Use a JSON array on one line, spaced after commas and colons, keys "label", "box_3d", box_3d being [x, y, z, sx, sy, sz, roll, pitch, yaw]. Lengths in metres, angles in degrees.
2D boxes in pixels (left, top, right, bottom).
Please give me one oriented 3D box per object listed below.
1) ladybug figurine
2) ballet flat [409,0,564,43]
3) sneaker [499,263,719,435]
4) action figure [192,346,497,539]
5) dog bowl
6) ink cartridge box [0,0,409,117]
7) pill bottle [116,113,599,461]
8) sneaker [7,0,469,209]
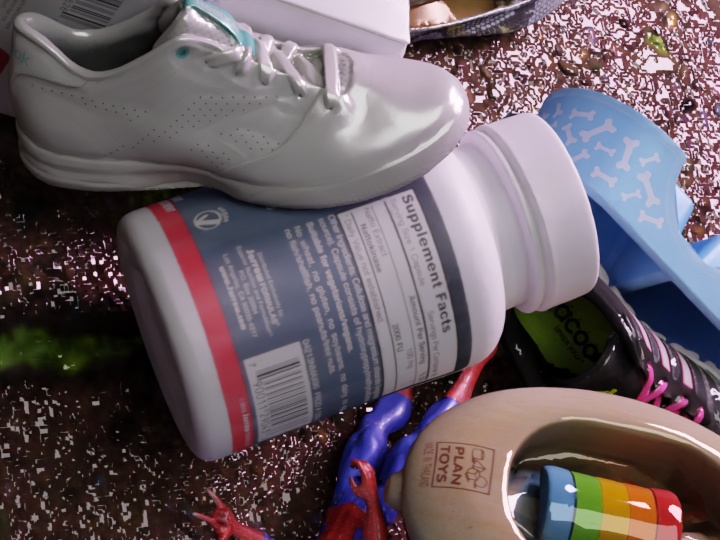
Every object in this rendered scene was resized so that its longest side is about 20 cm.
[{"label": "ladybug figurine", "box_3d": [0.105, 0.124, 0.906, 0.200, 0.072, 0.136, 16, 52, -6]}, {"label": "ballet flat", "box_3d": [0.058, -0.161, 1.062, 0.200, 0.072, 0.072, -20, 83, -34]}, {"label": "sneaker", "box_3d": [0.130, 0.058, 1.004, 0.200, 0.074, 0.087, 47, 20, -4]}, {"label": "action figure", "box_3d": [-0.006, 0.089, 0.925, 0.099, 0.065, 0.200, 56, 48, -44]}, {"label": "dog bowl", "box_3d": [0.156, -0.007, 1.044, 0.200, 0.111, 0.050, 45, 70, -9]}, {"label": "ink cartridge box", "box_3d": [-0.097, -0.126, 0.909, 0.200, 0.148, 0.086, 16, 56, -26]}, {"label": "pill bottle", "box_3d": [0.000, 0.000, 0.905, 0.200, 0.120, 0.120, -19, 83, -13]}, {"label": "sneaker", "box_3d": [-0.053, -0.080, 0.844, 0.199, 0.089, 0.075, -2, 43, 2]}]
